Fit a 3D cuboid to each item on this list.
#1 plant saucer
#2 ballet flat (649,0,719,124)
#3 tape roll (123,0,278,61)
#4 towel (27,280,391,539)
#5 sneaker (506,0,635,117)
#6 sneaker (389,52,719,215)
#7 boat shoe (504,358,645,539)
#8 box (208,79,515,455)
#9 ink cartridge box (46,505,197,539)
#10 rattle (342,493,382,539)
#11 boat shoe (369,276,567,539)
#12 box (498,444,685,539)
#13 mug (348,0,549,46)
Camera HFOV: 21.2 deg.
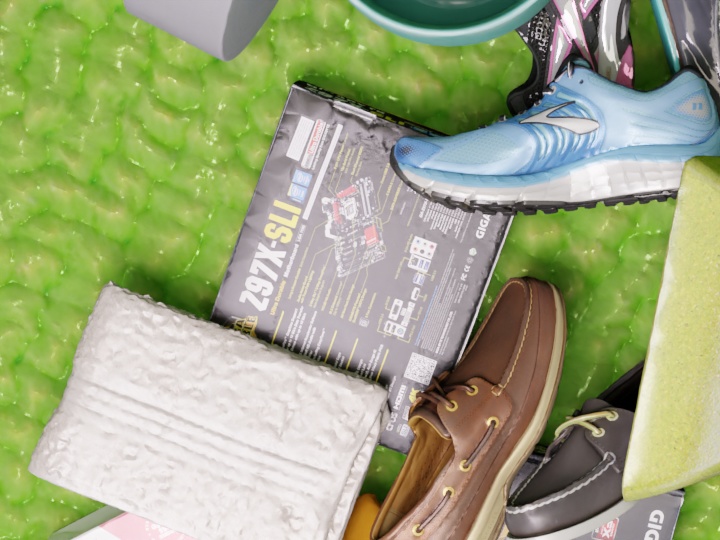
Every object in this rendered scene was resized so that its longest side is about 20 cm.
[{"bbox_3d":[0.234,0.035,1.134,0.048,0.200,0.200,16,101,32],"label":"plant saucer"},{"bbox_3d":[0.220,-0.111,1.177,0.073,0.073,0.200,-10,96,5],"label":"ballet flat"},{"bbox_3d":[-0.062,-0.224,1.107,0.066,0.200,0.200,26,100,2],"label":"tape roll"},{"bbox_3d":[-0.090,0.100,1.190,0.200,0.034,0.133,22,87,1],"label":"towel"},{"bbox_3d":[0.125,-0.175,1.167,0.086,0.080,0.200,2,98,4],"label":"sneaker"},{"bbox_3d":[0.116,-0.081,1.141,0.200,0.078,0.090,-5,86,4],"label":"sneaker"},{"bbox_3d":[0.150,0.104,1.166,0.072,0.201,0.061,-6,107,46],"label":"boat shoe"},{"bbox_3d":[0.000,0.000,1.216,0.160,0.049,0.200,20,100,3],"label":"box"},{"bbox_3d":[-0.113,0.242,1.250,0.116,0.067,0.200,-28,96,6],"label":"ink cartridge box"},{"bbox_3d":[0.060,0.255,1.210,0.200,0.143,0.130,21,134,-4],"label":"rattle"},{"bbox_3d":[0.066,0.093,1.167,0.068,0.072,0.200,25,83,-22],"label":"boat shoe"},{"bbox_3d":[0.108,0.213,1.244,0.159,0.046,0.200,14,99,2],"label":"box"},{"bbox_3d":[0.067,-0.202,1.100,0.185,0.114,0.152,11,93,5],"label":"mug"}]
